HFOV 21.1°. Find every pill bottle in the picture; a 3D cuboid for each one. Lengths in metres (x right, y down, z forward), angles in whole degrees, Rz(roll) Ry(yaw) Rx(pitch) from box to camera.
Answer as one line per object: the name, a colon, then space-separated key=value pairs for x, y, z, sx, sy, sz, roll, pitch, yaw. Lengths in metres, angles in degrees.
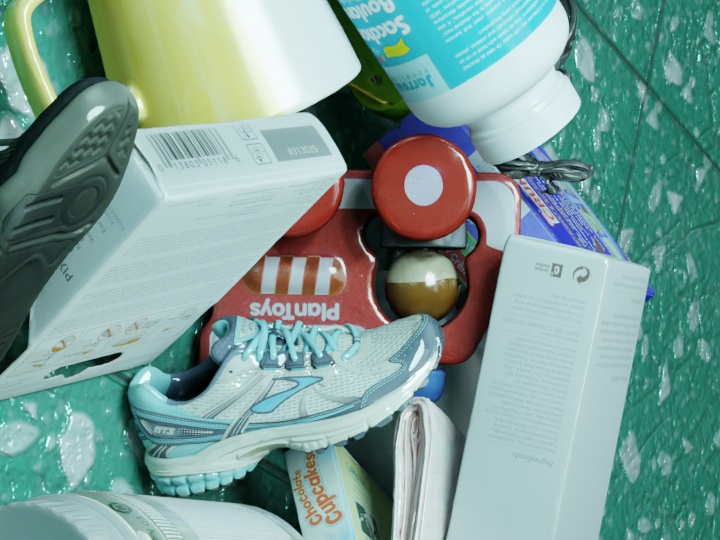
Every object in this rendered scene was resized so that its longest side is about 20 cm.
pill bottle: x=0.050 y=-0.163 z=1.138 sx=0.201 sy=0.110 sz=0.111 roll=55 pitch=45 yaw=-16

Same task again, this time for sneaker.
sneaker: x=-0.048 y=0.064 z=1.149 sx=0.078 sy=0.199 sz=0.087 roll=-93 pitch=158 yaw=-71
sneaker: x=-0.193 y=-0.039 z=0.960 sx=0.114 sy=0.200 sz=0.076 roll=50 pitch=32 yaw=17

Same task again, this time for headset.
headset: x=0.122 y=-0.135 z=1.282 sx=0.124 sy=0.093 sz=0.201 roll=89 pitch=14 yaw=-48

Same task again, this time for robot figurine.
robot figurine: x=0.029 y=0.083 z=1.315 sx=0.169 sy=0.113 sz=0.201 roll=-36 pitch=123 yaw=-20

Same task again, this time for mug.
mug: x=-0.099 y=-0.155 z=1.110 sx=0.154 sy=0.148 sz=0.187 roll=69 pitch=24 yaw=-14

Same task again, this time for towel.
towel: x=0.061 y=0.204 z=1.223 sx=0.200 sy=0.032 sz=0.192 roll=49 pitch=43 yaw=-54

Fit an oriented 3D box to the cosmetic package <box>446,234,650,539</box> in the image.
cosmetic package: x=0.116 y=0.085 z=1.192 sx=0.102 sy=0.074 sz=0.202 roll=11 pitch=92 yaw=-66

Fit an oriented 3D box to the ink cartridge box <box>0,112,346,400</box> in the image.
ink cartridge box: x=-0.121 y=-0.007 z=1.070 sx=0.162 sy=0.200 sz=0.050 roll=-13 pitch=67 yaw=-54

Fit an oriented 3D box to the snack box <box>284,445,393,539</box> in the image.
snack box: x=0.014 y=0.200 z=1.249 sx=0.200 sy=0.037 sz=0.117 roll=53 pitch=18 yaw=-53

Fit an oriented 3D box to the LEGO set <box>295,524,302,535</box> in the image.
LEGO set: x=-0.022 y=0.269 z=1.233 sx=0.154 sy=0.115 sz=0.202 roll=-30 pitch=114 yaw=-51

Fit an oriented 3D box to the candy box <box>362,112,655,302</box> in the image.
candy box: x=0.110 y=-0.031 z=1.361 sx=0.170 sy=0.077 sz=0.200 roll=54 pitch=14 yaw=17

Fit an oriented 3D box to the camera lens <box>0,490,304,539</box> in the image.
camera lens: x=-0.119 y=0.204 z=1.058 sx=0.199 sy=0.159 sz=0.161 roll=15 pitch=77 yaw=-54

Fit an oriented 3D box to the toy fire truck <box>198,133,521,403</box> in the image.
toy fire truck: x=0.000 y=0.000 z=1.217 sx=0.112 sy=0.198 sz=0.170 roll=-41 pitch=133 yaw=-89

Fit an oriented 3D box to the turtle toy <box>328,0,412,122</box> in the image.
turtle toy: x=0.000 y=-0.174 z=1.274 sx=0.101 sy=0.145 sz=0.201 roll=-83 pitch=152 yaw=-51
